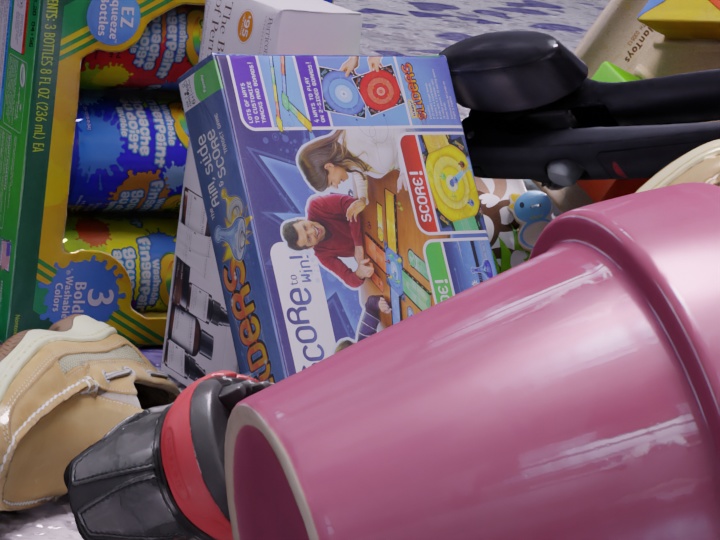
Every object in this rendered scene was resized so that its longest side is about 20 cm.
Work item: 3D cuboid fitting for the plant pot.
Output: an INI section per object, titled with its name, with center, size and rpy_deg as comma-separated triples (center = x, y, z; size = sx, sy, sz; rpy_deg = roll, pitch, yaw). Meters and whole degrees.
[plant pot]
center = 0.057, 0.084, 0.855
size = 0.178, 0.201, 0.200
rpy_deg = -13, 18, -16

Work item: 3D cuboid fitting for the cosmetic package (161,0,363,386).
[cosmetic package]
center = -0.051, -0.035, 1.245
size = 0.050, 0.201, 0.082
rpy_deg = 0, 14, -32

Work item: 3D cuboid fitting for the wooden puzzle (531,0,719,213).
[wooden puzzle]
center = 0.171, -0.074, 1.202
size = 0.046, 0.186, 0.200
rpy_deg = 20, 22, -46

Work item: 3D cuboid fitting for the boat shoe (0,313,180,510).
[boat shoe]
center = -0.119, 0.065, 1.090
size = 0.076, 0.072, 0.200
rpy_deg = 25, 16, 5

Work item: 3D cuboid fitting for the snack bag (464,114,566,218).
[snack bag]
center = 0.170, -0.049, 1.311
size = 0.199, 0.021, 0.189
rpy_deg = -10, 42, -16

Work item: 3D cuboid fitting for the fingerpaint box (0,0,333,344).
[fingerpaint box]
center = -0.111, -0.064, 1.338
size = 0.166, 0.201, 0.073
rpy_deg = 1, 15, -28

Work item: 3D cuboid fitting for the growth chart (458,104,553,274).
[growth chart]
center = 0.033, -0.006, 1.261
size = 0.144, 0.018, 0.200
rpy_deg = -28, 49, 1

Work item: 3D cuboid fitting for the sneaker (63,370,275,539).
[sneaker]
center = -0.047, 0.087, 0.993
size = 0.098, 0.071, 0.200
rpy_deg = -20, -16, 20

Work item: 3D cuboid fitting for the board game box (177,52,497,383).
[board game box]
center = 0.000, 0.000, 1.153
size = 0.135, 0.201, 0.034
rpy_deg = -2, -16, -37

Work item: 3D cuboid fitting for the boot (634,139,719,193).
[boot]
center = 0.137, 0.045, 1.064
size = 0.073, 0.200, 0.155
rpy_deg = 41, -2, -27

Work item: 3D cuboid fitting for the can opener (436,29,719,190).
[can opener]
center = 0.123, -0.067, 1.175
size = 0.199, 0.064, 0.079
rpy_deg = 7, -19, 38
